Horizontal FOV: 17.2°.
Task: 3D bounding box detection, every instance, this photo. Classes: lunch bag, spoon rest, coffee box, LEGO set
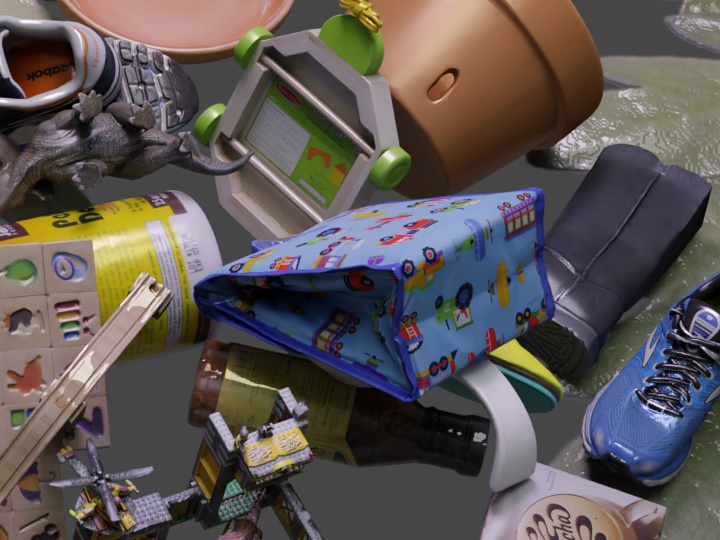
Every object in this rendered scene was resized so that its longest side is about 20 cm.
[{"bbox_3d":[0.000,0.000,1.535,0.199,0.095,0.150,11,27,40],"label":"lunch bag"},{"bbox_3d":[0.036,0.062,1.540,0.200,0.061,0.099,36,38,30],"label":"spoon rest"},{"bbox_3d":[0.112,0.227,1.489,0.113,0.080,0.200,19,48,5],"label":"coffee box"},{"bbox_3d":[-0.086,0.161,1.468,0.199,0.116,0.154,-11,58,-22],"label":"LEGO set"}]

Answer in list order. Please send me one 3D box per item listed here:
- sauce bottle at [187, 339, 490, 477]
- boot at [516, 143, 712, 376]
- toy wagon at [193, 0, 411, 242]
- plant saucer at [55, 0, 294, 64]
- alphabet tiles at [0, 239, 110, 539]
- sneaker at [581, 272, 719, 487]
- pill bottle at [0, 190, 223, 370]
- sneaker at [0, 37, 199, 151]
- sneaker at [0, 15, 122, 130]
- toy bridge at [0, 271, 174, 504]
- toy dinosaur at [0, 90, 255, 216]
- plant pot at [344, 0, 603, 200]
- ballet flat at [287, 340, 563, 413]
[{"bbox_3d":[-0.014,0.097,1.583,0.199,0.066,0.066,14,48,0],"label":"sauce bottle"},{"bbox_3d":[0.146,-0.033,1.732,0.165,0.066,0.200,36,54,7],"label":"boot"},{"bbox_3d":[-0.030,-0.105,1.668,0.155,0.200,0.039,42,29,22],"label":"toy wagon"},{"bbox_3d":[-0.149,-0.229,1.853,0.199,0.038,0.201,7,48,-8],"label":"plant saucer"},{"bbox_3d":[-0.241,0.086,1.497,0.166,0.008,0.201,-5,89,-17],"label":"alphabet tiles"},{"bbox_3d":[0.218,0.065,1.640,0.078,0.089,0.200,29,51,13],"label":"sneaker"},{"bbox_3d":[-0.197,0.017,1.579,0.199,0.110,0.110,-13,54,-23],"label":"pill bottle"},{"bbox_3d":[-0.212,-0.112,1.686,0.199,0.089,0.079,-6,77,5],"label":"sneaker"},{"bbox_3d":[-0.265,-0.123,1.610,0.199,0.079,0.079,-20,76,4],"label":"sneaker"},{"bbox_3d":[-0.186,0.084,1.474,0.027,0.067,0.200,38,77,-1],"label":"toy bridge"},{"bbox_3d":[-0.170,-0.084,1.592,0.199,0.102,0.077,-16,98,-28],"label":"toy dinosaur"},{"bbox_3d":[0.058,-0.144,1.740,0.200,0.200,0.140,39,69,20],"label":"plant pot"},{"bbox_3d":[0.046,0.044,1.638,0.199,0.067,0.067,11,63,0],"label":"ballet flat"}]
